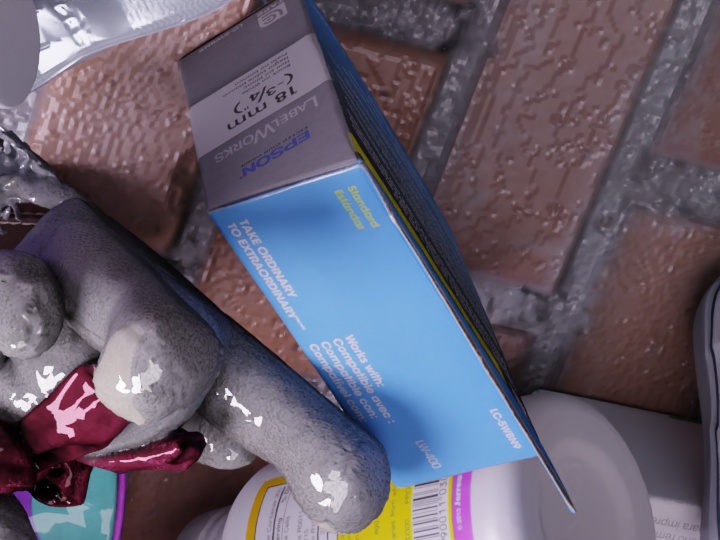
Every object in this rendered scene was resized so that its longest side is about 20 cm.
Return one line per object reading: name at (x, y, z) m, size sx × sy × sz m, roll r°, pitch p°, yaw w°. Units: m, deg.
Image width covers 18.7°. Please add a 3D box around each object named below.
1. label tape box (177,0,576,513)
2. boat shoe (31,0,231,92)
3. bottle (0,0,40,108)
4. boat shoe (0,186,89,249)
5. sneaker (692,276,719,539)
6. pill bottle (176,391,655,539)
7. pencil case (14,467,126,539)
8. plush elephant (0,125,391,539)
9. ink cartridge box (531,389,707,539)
label tape box at (0.000, 0.000, 0.810) m, size 0.063 × 0.200 × 0.144 m, roll -29°, pitch 119°, yaw 6°
boat shoe at (-0.119, -0.107, 0.808) m, size 0.200 × 0.067 × 0.074 m, roll -9°, pitch 123°, yaw 21°
bottle at (-0.211, -0.078, 0.760) m, size 0.200 × 0.084 × 0.065 m, roll 1°, pitch 126°, yaw 20°
boat shoe at (-0.199, 0.013, 0.856) m, size 0.199 × 0.072 × 0.072 m, roll -7°, pitch 120°, yaw -7°
sneaker at (0.179, 0.085, 0.893) m, size 0.073 × 0.200 × 0.071 m, roll 0°, pitch 158°, yaw -22°
pill bottle at (0.014, 0.118, 0.897) m, size 0.200 × 0.104 × 0.104 m, roll -17°, pitch 127°, yaw 40°
pencil case at (-0.198, 0.088, 0.891) m, size 0.199 × 0.085 × 0.093 m, roll 2°, pitch 80°, yaw -11°
plush elephant at (-0.122, 0.056, 0.771) m, size 0.155 × 0.200 × 0.165 m, roll -50°, pitch 150°, yaw 0°
ink cartridge box at (0.119, 0.169, 0.992) m, size 0.144 × 0.084 × 0.200 m, roll 12°, pitch 115°, yaw -16°
